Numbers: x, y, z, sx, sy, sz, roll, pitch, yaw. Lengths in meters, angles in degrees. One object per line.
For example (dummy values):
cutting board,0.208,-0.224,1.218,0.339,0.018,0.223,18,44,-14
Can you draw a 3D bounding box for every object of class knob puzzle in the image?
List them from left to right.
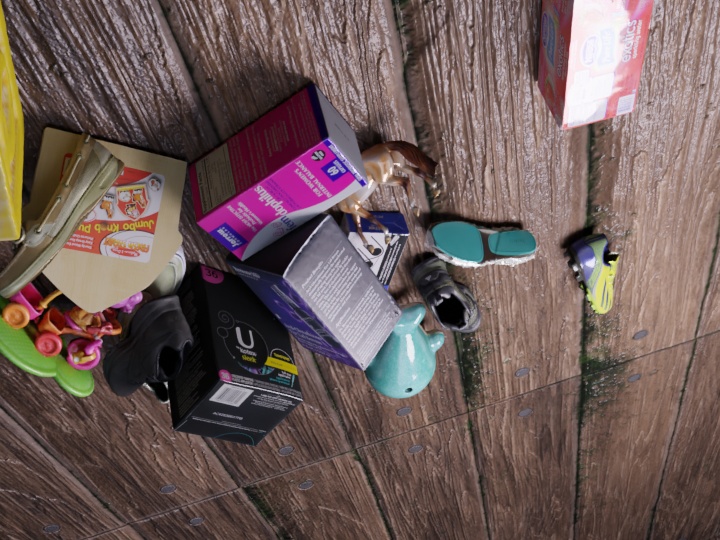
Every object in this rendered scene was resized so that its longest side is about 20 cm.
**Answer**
knob puzzle,-0.313,-0.052,1.026,0.215,0.030,0.225,-5,100,-30

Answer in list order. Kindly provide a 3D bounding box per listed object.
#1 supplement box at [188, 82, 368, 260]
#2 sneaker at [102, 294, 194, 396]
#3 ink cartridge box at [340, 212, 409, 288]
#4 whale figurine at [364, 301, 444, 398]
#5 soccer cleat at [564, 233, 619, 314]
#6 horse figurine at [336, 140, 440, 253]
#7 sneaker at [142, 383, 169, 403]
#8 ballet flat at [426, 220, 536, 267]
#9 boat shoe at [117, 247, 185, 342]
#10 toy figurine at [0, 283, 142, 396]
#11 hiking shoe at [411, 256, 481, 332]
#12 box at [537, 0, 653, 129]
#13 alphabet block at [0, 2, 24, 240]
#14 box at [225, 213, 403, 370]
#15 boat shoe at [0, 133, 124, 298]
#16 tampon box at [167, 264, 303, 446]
supplement box,-0.104,-0.118,1.048,0.197,0.105,0.101,-29,141,17
sneaker,-0.291,0.124,1.162,0.075,0.091,0.201,-15,152,-46
ink cartridge box,0.000,0.000,1.270,0.092,0.045,0.202,0,138,-18
whale figurine,0.070,0.137,1.408,0.155,0.105,0.202,-8,142,-11
soccer cleat,0.404,0.009,1.420,0.083,0.065,0.200,-29,140,10
horse figurine,0.018,-0.109,1.123,0.133,0.050,0.199,46,121,-8
sneaker,-0.311,0.179,1.327,0.076,0.090,0.201,-22,141,6
ballet flat,0.178,-0.031,1.289,0.196,0.073,0.072,5,137,-25
boat shoe,-0.294,0.043,1.194,0.071,0.063,0.201,8,135,-28
toy figurine,-0.360,0.039,1.102,0.183,0.151,0.201,-38,111,9
hiking shoe,0.144,0.066,1.358,0.075,0.102,0.200,-29,140,16
box,0.274,-0.281,1.005,0.100,0.096,0.202,-15,141,-3
alphabet block,-0.439,-0.153,0.808,0.195,0.198,0.198,-6,142,-15
box,-0.060,0.021,1.136,0.105,0.147,0.201,-52,125,-19
boat shoe,-0.346,-0.061,0.947,0.063,0.202,0.073,40,162,-17
tampon box,-0.189,0.122,1.217,0.148,0.203,0.126,20,129,-39
